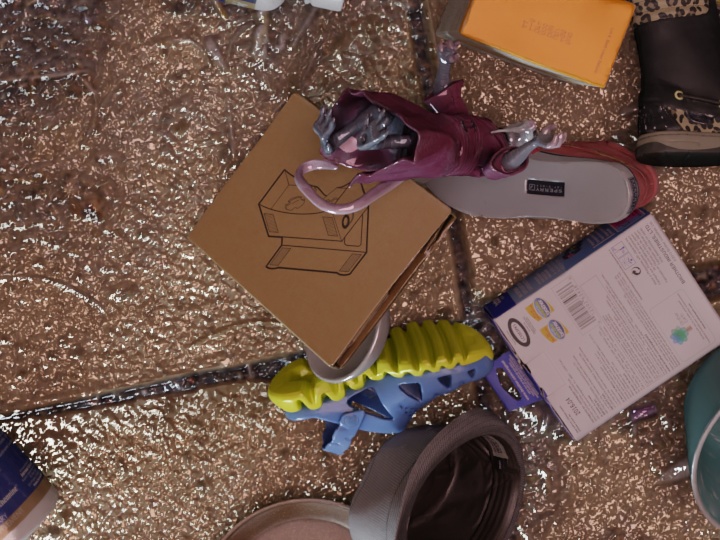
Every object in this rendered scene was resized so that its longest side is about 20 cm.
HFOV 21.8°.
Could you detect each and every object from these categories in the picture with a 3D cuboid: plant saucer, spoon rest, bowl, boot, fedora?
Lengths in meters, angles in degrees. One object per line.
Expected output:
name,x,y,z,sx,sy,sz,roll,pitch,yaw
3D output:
plant saucer,-0.048,0.299,1.695,0.200,0.037,0.201,0,100,-3
spoon rest,0.000,0.000,1.609,0.061,0.099,0.201,26,75,-36
bowl,0.364,0.127,1.635,0.200,0.105,0.201,-8,123,-12
boot,0.322,-0.169,1.618,0.203,0.073,0.154,-3,81,-23
fedora,0.056,0.202,1.627,0.200,0.090,0.177,-41,131,-37

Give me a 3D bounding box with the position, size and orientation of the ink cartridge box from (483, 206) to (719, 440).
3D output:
ink cartridge box,0.202,0.053,1.648,0.200,0.076,0.137,-34,98,1

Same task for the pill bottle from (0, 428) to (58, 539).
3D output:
pill bottle,-0.366,0.161,1.620,0.111,0.111,0.200,-41,99,4

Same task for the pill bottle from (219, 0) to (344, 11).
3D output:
pill bottle,-0.103,-0.282,1.559,0.199,0.120,0.120,13,98,-4

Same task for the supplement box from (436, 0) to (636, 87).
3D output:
supplement box,0.140,-0.206,1.541,0.126,0.200,0.074,20,95,-6

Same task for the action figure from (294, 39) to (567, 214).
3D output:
action figure,0.070,-0.096,1.520,0.200,0.134,0.149,2,129,-39

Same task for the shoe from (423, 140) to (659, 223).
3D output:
shoe,0.157,-0.081,1.631,0.199,0.091,0.072,10,103,26

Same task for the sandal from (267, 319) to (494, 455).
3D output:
sandal,0.024,0.104,1.646,0.199,0.080,0.087,-15,115,13

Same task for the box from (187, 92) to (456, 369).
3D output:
box,-0.036,-0.037,1.590,0.200,0.021,0.164,40,96,32
